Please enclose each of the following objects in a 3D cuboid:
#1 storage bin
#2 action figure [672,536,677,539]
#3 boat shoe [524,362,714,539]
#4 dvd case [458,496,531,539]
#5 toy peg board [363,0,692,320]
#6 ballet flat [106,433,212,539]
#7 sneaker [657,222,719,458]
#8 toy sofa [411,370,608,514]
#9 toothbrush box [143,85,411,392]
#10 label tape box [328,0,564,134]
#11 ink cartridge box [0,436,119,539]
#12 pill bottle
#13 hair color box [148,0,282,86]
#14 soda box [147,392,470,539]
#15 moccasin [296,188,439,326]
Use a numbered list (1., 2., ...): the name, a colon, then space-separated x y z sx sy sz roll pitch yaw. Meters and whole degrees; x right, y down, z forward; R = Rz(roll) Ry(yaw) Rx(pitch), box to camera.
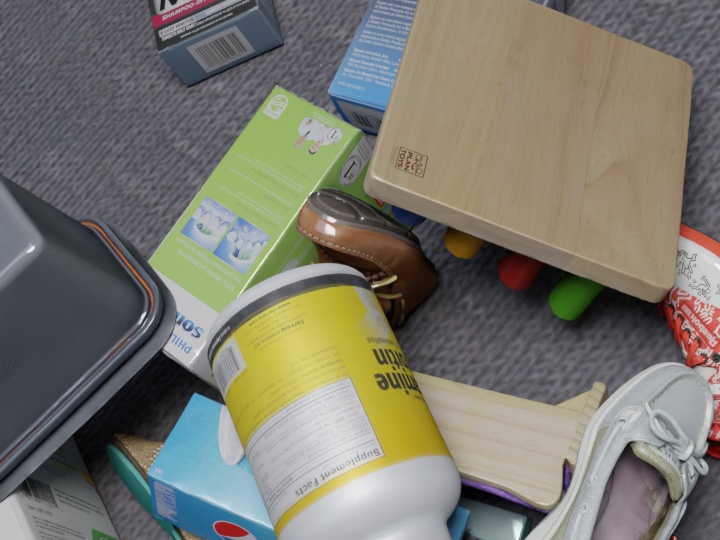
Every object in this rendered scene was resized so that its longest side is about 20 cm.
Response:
1. storage bin: -0.245 0.030 0.746 0.200 0.134 0.146 -42 60 -2
2. action figure: 0.155 0.230 0.700 0.065 0.099 0.202 7 68 23
3. boat shoe: 0.155 0.134 0.671 0.202 0.075 0.065 -46 14 -28
4. dvd case: 0.004 0.213 0.805 0.198 0.022 0.147 13 73 26
5. toy peg board: 0.107 -0.074 0.786 0.197 0.098 0.201 20 54 -5
6. ballet flat: -0.115 0.172 0.840 0.065 0.071 0.200 -32 46 -18
7. sneaker: 0.230 0.051 0.763 0.201 0.067 0.108 37 81 27
8. toy sofa: 0.062 0.115 0.777 0.198 0.083 0.098 11 52 24
9. toothbrush box: -0.062 -0.007 0.853 0.086 0.146 0.201 29 81 29
10. label tape box: 0.082 -0.195 0.927 0.142 0.066 0.201 18 73 25
11. ink cartridge box: -0.262 0.164 0.855 0.084 0.145 0.201 -36 60 2
12. pill bottle: -0.009 0.105 0.680 0.111 0.112 0.201 -29 66 7
13. hair color box: -0.142 -0.277 1.048 0.098 0.061 0.202 -21 62 11
14. soda box: -0.035 0.157 0.755 0.198 0.064 0.068 22 54 9
15. moccasin: -0.001 -0.001 0.795 0.073 0.201 0.078 32 86 14
